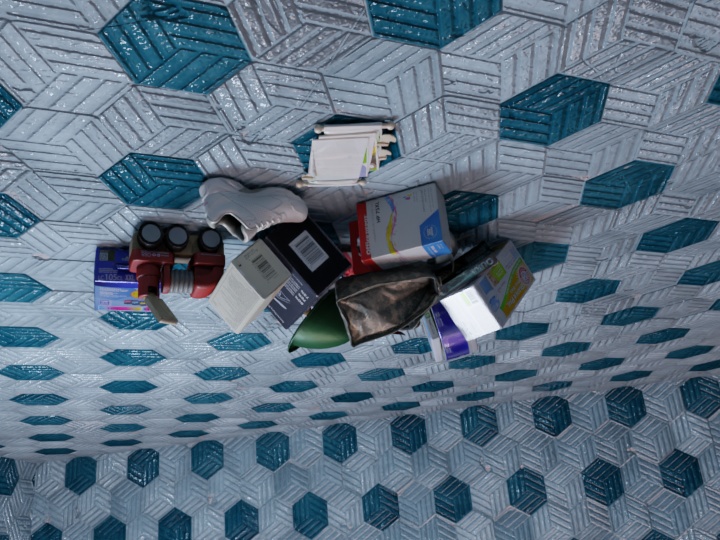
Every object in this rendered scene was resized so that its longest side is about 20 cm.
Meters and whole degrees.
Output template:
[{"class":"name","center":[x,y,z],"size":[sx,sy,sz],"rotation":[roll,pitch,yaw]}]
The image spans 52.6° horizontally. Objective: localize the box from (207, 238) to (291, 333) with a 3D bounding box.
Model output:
[{"class":"box","center":[-0.211,0.034,1.367],"size":[0.078,0.095,0.200],"rotation":[-42,180,-32]}]

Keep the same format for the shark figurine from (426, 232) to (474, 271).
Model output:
[{"class":"shark figurine","center":[0.166,-0.042,1.495],"size":[0.126,0.091,0.214],"rotation":[-16,158,20]}]

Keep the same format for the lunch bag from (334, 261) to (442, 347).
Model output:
[{"class":"lunch bag","center":[0.056,0.050,1.396],"size":[0.196,0.120,0.164],"rotation":[-21,-167,0]}]

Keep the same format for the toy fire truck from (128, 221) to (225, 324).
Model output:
[{"class":"toy fire truck","center":[-0.339,0.020,1.359],"size":[0.173,0.204,0.129],"rotation":[5,157,-24]}]

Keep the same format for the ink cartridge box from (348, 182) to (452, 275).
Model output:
[{"class":"ink cartridge box","center":[0.061,-0.073,1.346],"size":[0.196,0.119,0.067],"rotation":[-14,158,19]}]

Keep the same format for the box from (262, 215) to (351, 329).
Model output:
[{"class":"box","center":[-0.129,0.001,1.405],"size":[0.104,0.148,0.200],"rotation":[-42,180,-32]}]

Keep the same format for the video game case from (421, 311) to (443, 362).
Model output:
[{"class":"video game case","center":[0.152,0.106,1.725],"size":[0.022,0.185,0.200],"rotation":[-19,158,1]}]

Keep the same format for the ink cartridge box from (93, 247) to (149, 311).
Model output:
[{"class":"ink cartridge box","center":[-0.474,0.016,1.489],"size":[0.134,0.078,0.200],"rotation":[2,155,-19]}]

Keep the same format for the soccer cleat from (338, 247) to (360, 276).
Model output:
[{"class":"soccer cleat","center":[0.000,0.000,1.570],"size":[0.197,0.075,0.068],"rotation":[9,154,-33]}]

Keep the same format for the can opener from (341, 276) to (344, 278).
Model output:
[{"class":"can opener","center":[0.044,0.061,1.633],"size":[0.197,0.080,0.063],"rotation":[26,162,-4]}]

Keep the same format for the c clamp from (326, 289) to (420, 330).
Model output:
[{"class":"c clamp","center":[0.038,0.088,1.692],"size":[0.170,0.198,0.027],"rotation":[-17,134,-55]}]

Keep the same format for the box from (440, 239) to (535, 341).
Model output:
[{"class":"box","center":[0.275,0.040,1.554],"size":[0.101,0.113,0.200],"rotation":[-28,-168,45]}]

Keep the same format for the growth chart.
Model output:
[{"class":"growth chart","center":[-0.023,-0.184,1.185],"size":[0.142,0.018,0.200],"rotation":[-1,158,-13]}]

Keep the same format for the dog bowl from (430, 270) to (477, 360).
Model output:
[{"class":"dog bowl","center":[0.203,0.100,1.683],"size":[0.077,0.203,0.201],"rotation":[-18,158,3]}]

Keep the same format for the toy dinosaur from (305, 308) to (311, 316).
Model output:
[{"class":"toy dinosaur","center":[-0.139,0.029,1.601],"size":[0.201,0.106,0.060],"rotation":[53,152,-14]}]

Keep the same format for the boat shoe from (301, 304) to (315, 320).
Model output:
[{"class":"boat shoe","center":[-0.125,0.076,1.727],"size":[0.067,0.075,0.199],"rotation":[-29,161,17]}]

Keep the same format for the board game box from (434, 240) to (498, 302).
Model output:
[{"class":"board game box","center":[0.192,0.014,1.531],"size":[0.198,0.028,0.135],"rotation":[-34,-171,9]}]

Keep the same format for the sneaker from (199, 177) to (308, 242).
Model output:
[{"class":"sneaker","center":[-0.183,-0.092,1.260],"size":[0.196,0.101,0.078],"rotation":[5,156,-26]}]

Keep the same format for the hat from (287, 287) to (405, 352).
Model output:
[{"class":"hat","center":[-0.029,0.148,1.545],"size":[0.201,0.175,0.166],"rotation":[-50,170,-9]}]
